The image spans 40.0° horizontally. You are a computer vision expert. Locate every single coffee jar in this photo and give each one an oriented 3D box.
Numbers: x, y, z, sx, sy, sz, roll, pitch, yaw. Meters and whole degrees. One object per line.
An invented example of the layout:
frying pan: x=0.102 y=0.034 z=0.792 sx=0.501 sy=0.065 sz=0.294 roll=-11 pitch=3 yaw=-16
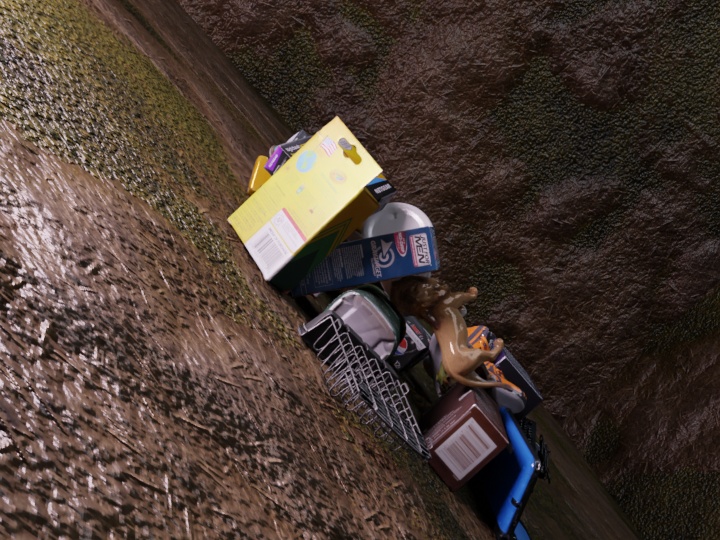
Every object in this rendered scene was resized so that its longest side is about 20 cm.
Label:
coffee jar: x=0.008 y=0.075 z=1.336 sx=0.105 sy=0.085 sz=0.200 roll=49 pitch=7 yaw=3

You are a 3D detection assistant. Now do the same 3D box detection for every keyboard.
keyboard: x=0.283 y=0.302 z=1.707 sx=0.102 sy=0.040 sz=0.201 roll=19 pitch=27 yaw=2

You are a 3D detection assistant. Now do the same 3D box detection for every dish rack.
dish rack: x=0.008 y=0.138 z=1.130 sx=0.153 sy=0.054 sz=0.201 roll=44 pitch=10 yaw=-29

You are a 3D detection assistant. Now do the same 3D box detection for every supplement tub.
supplement tub: x=0.060 y=-0.011 z=1.715 sx=0.133 sy=0.131 sz=0.201 roll=51 pitch=-20 yaw=24

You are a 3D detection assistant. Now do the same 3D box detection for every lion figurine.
lion figurine: x=0.124 y=0.088 z=1.356 sx=0.121 sy=0.073 sz=0.202 roll=-5 pitch=55 yaw=-40

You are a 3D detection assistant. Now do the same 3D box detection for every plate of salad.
plate of salad: x=0.153 y=0.188 z=1.530 sx=0.200 sy=0.047 sz=0.203 roll=49 pitch=-30 yaw=42

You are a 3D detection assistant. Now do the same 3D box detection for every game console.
game console: x=0.232 y=0.315 z=1.375 sx=0.116 sy=0.174 sz=0.200 roll=19 pitch=12 yaw=-10

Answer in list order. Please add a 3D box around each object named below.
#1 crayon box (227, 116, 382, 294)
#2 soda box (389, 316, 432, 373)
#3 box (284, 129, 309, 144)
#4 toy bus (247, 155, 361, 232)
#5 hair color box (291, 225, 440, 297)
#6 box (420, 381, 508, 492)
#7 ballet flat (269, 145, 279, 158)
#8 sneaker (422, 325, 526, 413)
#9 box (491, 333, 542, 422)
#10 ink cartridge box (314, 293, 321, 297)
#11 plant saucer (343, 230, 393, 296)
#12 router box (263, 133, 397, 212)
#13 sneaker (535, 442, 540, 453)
crayon box: x=-0.063 y=-0.084 z=1.267 sx=0.128 sy=0.200 sz=0.051 roll=53 pitch=8 yaw=36
soda box: x=0.080 y=0.122 z=1.670 sx=0.071 sy=0.063 sz=0.200 roll=49 pitch=7 yaw=8
box: x=-0.080 y=-0.128 z=1.754 sx=0.200 sy=0.046 sz=0.160 roll=47 pitch=42 yaw=-16
toy bus: x=-0.088 y=-0.121 z=1.633 sx=0.196 sy=0.066 sz=0.078 roll=18 pitch=-16 yaw=-12
hair color box: x=0.006 y=-0.012 z=1.327 sx=0.100 sy=0.196 sz=0.062 roll=-20 pitch=99 yaw=-82
box: x=0.139 y=0.216 z=1.355 sx=0.075 sy=0.100 sz=0.200 roll=48 pitch=6 yaw=0
ballet flat: x=-0.117 y=-0.132 z=1.806 sx=0.201 sy=0.067 sz=0.068 roll=54 pitch=37 yaw=-8
sneaker: x=0.204 y=0.151 z=1.618 sx=0.198 sy=0.112 sz=0.078 roll=25 pitch=-31 yaw=36
box: x=0.226 y=0.215 z=1.757 sx=0.105 sy=0.148 sz=0.200 roll=47 pitch=5 yaw=-5
ink cartridge box: x=-0.085 y=-0.047 z=1.500 sx=0.117 sy=0.067 sz=0.200 roll=47 pitch=6 yaw=-15
plant saucer: x=0.000 y=0.000 z=1.622 sx=0.200 sy=0.034 sz=0.201 roll=46 pitch=-20 yaw=21
router box: x=-0.042 y=-0.141 z=1.538 sx=0.149 sy=0.051 sz=0.200 roll=45 pitch=27 yaw=7
sneaker: x=0.272 y=0.315 z=1.812 sx=0.080 sy=0.078 sz=0.200 roll=50 pitch=-2 yaw=-18
